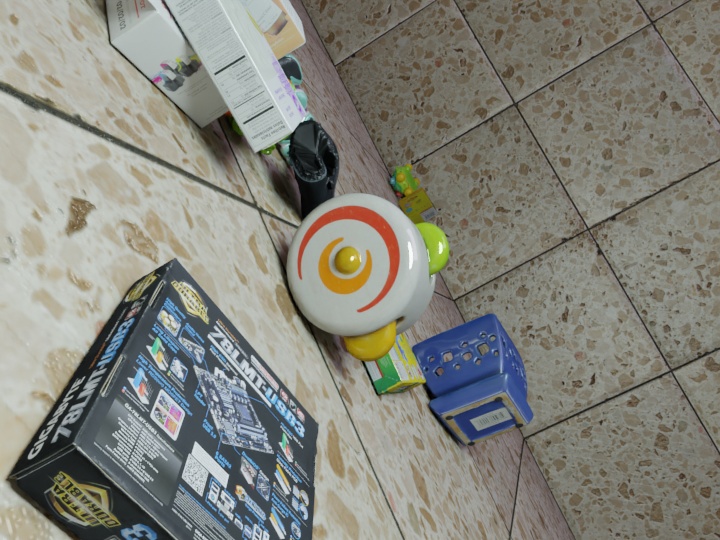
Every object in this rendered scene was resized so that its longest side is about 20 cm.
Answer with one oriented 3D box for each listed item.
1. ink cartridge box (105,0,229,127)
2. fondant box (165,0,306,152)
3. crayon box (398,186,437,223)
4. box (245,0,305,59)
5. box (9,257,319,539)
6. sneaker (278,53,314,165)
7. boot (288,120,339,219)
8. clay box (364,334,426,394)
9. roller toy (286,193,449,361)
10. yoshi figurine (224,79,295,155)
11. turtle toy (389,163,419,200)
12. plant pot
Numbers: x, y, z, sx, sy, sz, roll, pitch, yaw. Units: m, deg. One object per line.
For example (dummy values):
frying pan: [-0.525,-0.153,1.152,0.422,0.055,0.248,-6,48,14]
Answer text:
ink cartridge box: [-0.233,-0.281,0.701,0.200,0.067,0.116,45,21,-56]
fondant box: [-0.145,-0.258,0.723,0.201,0.058,0.145,61,12,-19]
crayon box: [0.251,-0.287,2.631,0.200,0.126,0.051,47,18,-53]
box: [-0.205,-0.427,0.948,0.200,0.151,0.107,51,16,-37]
box: [-0.102,0.118,0.401,0.201,0.049,0.199,56,12,-25]
sneaker: [-0.151,-0.301,1.095,0.140,0.077,0.202,31,-46,48]
boot: [-0.072,-0.189,0.961,0.169,0.076,0.202,93,-4,-64]
clay box: [0.052,0.145,0.995,0.116,0.047,0.200,65,11,17]
roller toy: [0.000,0.000,0.784,0.181,0.201,0.140,28,0,21]
yoshi figurine: [-0.141,-0.243,0.926,0.200,0.111,0.113,-83,149,-65]
turtle toy: [0.199,-0.376,2.670,0.201,0.100,0.146,61,35,-17]
plant pot: [0.244,0.241,1.245,0.200,0.199,0.181,53,20,-37]
